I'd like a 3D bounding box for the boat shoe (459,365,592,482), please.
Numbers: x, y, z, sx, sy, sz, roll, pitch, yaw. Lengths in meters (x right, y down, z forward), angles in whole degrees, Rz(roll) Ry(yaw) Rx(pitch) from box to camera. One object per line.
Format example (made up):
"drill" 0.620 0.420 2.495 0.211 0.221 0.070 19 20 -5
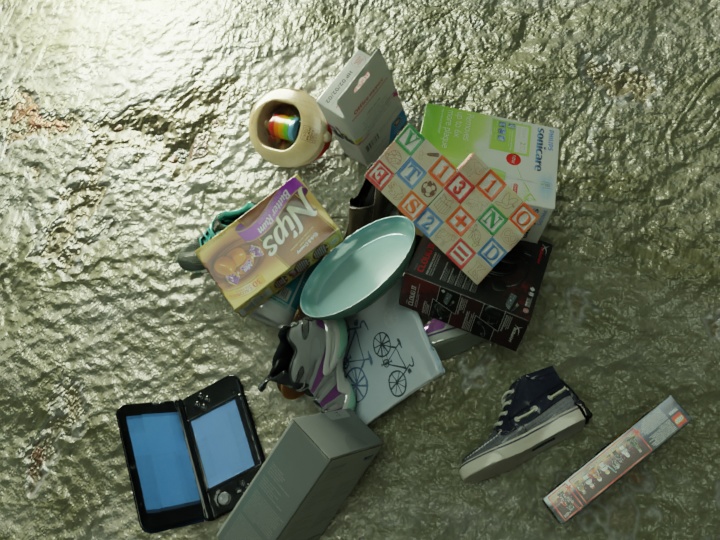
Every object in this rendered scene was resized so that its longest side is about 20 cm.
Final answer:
"boat shoe" 0.214 0.213 0.929 0.197 0.075 0.094 -26 57 -2

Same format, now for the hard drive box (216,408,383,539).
"hard drive box" -0.078 0.296 0.904 0.077 0.155 0.202 39 102 26

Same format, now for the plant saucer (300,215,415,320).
"plant saucer" 0.000 0.000 0.941 0.198 0.028 0.201 -31 26 17

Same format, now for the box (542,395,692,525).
"box" 0.318 0.244 0.841 0.199 0.137 0.040 -38 66 -1

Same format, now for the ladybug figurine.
"ladybug figurine" -0.119 -0.251 1.188 0.198 0.071 0.138 25 103 37

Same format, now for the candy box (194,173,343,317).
"candy box" -0.137 -0.038 1.014 0.199 0.057 0.117 -37 74 -5

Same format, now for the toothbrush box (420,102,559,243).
"toothbrush box" 0.172 -0.140 0.944 0.196 0.087 0.148 13 59 3

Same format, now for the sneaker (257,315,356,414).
"sneaker" -0.083 0.165 0.968 0.077 0.138 0.204 6 107 57

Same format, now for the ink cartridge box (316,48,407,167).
"ink cartridge box" 0.001 -0.277 1.105 0.067 0.200 0.116 35 81 25

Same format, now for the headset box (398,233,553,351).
"headset box" 0.154 0.002 0.943 0.197 0.078 0.150 22 52 11

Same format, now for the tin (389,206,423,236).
"tin" 0.133 -0.103 1.089 0.196 0.042 0.114 -10 63 13

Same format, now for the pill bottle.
"pill bottle" -0.123 -0.014 1.093 0.109 0.111 0.203 19 75 23

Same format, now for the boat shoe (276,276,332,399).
"boat shoe" -0.081 0.101 1.045 0.070 0.070 0.203 34 100 46

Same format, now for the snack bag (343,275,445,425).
"snack bag" 0.025 0.114 1.000 0.200 0.021 0.191 -41 57 32

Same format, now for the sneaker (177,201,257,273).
"sneaker" -0.242 -0.066 1.160 0.197 0.091 0.079 -27 63 6

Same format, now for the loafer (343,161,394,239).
"loafer" 0.003 -0.088 1.076 0.073 0.071 0.203 28 100 50

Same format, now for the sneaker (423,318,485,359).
"sneaker" 0.144 0.059 1.009 0.197 0.073 0.116 -23 61 -4

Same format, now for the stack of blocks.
"stack of blocks" 0.115 -0.096 0.848 0.200 0.059 0.115 43 99 -1

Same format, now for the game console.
"game console" -0.254 0.272 1.019 0.168 0.118 0.202 -27 65 6
